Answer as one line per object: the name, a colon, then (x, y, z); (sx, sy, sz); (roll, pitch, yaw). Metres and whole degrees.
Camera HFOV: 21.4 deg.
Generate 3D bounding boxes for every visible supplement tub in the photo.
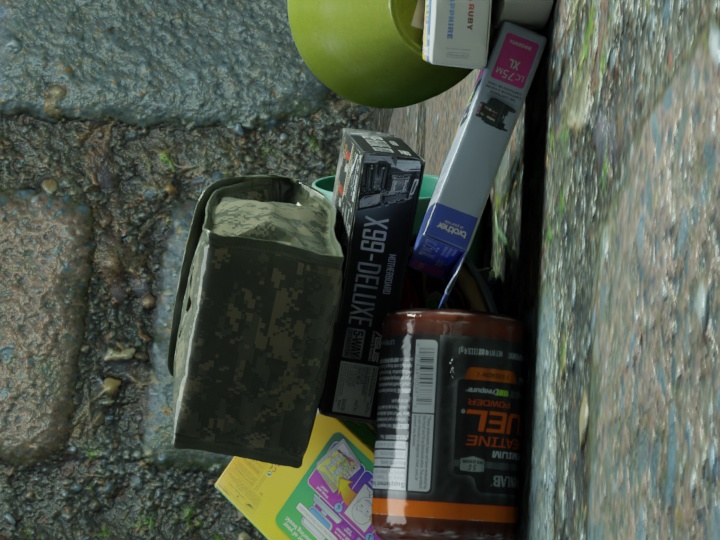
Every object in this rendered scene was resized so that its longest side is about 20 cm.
supplement tub: (0.062, 0.131, 1.348); (0.107, 0.106, 0.202); (119, 154, -83)

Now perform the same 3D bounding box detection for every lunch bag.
lunch bag: (-0.079, 0.028, 1.410); (0.200, 0.116, 0.166); (-98, 19, -73)

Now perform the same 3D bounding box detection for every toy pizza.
toy pizza: (0.055, 0.071, 1.485); (0.200, 0.031, 0.202); (30, 124, 58)

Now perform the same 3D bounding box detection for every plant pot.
plant pot: (0.047, -0.228, 1.613); (0.200, 0.185, 0.189); (-151, 64, -75)

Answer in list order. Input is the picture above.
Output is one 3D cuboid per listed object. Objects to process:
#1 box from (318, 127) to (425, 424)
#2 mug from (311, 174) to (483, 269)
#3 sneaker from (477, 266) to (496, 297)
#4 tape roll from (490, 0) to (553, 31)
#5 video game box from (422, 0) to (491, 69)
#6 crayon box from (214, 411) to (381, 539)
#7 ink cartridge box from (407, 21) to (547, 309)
box: (0.000, 0.000, 1.461); (0.158, 0.049, 0.202); (-121, 40, -79)
mug: (0.017, -0.018, 1.667); (0.152, 0.183, 0.116); (-155, 64, -64)
sneaker: (0.078, 0.062, 1.583); (0.200, 0.078, 0.090); (107, 147, -66)
tape roll: (0.120, -0.275, 1.370); (0.203, 0.037, 0.205); (-177, 90, -88)
video game box: (0.075, -0.243, 1.410); (0.200, 0.046, 0.184); (-89, 5, -84)
crayon box: (-0.010, 0.190, 1.532); (0.119, 0.200, 0.058); (-55, -24, 14)
ink cartridge box: (0.078, -0.070, 1.383); (0.119, 0.042, 0.202); (111, 178, -79)
